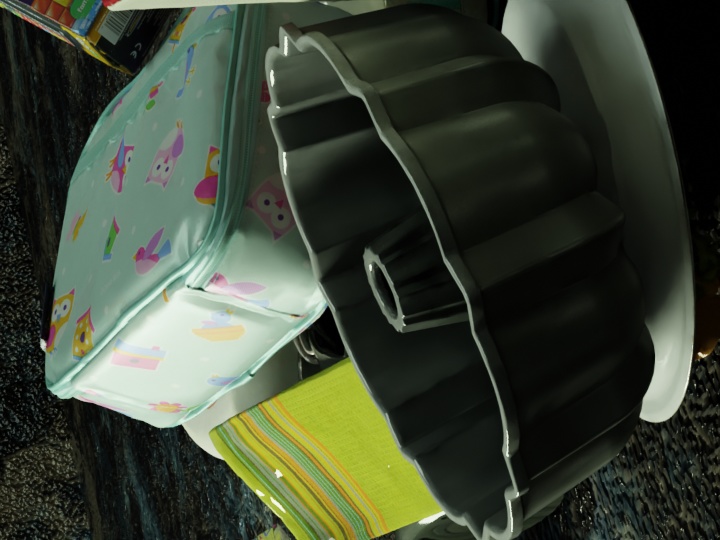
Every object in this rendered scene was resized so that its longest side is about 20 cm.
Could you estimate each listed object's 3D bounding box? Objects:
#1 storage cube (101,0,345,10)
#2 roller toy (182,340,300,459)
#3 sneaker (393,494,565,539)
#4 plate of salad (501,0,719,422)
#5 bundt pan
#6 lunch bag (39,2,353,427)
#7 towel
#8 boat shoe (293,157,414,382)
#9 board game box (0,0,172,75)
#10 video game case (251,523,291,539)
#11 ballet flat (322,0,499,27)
[{"bbox_3d":[0.014,-0.191,0.768,0.200,0.170,0.181,-11,85,56],"label":"storage cube"},{"bbox_3d":[-0.020,0.005,1.212,0.183,0.139,0.201,-123,37,-51],"label":"roller toy"},{"bbox_3d":[0.053,0.052,1.096,0.200,0.076,0.115,106,153,-54],"label":"sneaker"},{"bbox_3d":[0.097,-0.043,0.900,0.200,0.048,0.201,166,90,-81],"label":"plate of salad"},{"bbox_3d":[0.040,-0.007,0.860,0.202,0.076,0.202,59,164,28],"label":"bundt pan"},{"bbox_3d":[-0.074,-0.031,1.048,0.200,0.077,0.161,-38,42,51],"label":"lunch bag"},{"bbox_3d":[0.001,0.081,1.059,0.086,0.018,0.200,45,149,-9],"label":"towel"},{"bbox_3d":[0.000,0.000,1.034,0.200,0.057,0.067,-58,44,48],"label":"boat shoe"},{"bbox_3d":[-0.126,-0.213,1.081,0.165,0.201,0.057,29,177,25],"label":"board game box"},{"bbox_3d":[0.014,0.242,1.227,0.200,0.036,0.181,52,-178,-17],"label":"video game case"},{"bbox_3d":[0.010,-0.132,1.155,0.200,0.062,0.068,-171,70,-76],"label":"ballet flat"}]
